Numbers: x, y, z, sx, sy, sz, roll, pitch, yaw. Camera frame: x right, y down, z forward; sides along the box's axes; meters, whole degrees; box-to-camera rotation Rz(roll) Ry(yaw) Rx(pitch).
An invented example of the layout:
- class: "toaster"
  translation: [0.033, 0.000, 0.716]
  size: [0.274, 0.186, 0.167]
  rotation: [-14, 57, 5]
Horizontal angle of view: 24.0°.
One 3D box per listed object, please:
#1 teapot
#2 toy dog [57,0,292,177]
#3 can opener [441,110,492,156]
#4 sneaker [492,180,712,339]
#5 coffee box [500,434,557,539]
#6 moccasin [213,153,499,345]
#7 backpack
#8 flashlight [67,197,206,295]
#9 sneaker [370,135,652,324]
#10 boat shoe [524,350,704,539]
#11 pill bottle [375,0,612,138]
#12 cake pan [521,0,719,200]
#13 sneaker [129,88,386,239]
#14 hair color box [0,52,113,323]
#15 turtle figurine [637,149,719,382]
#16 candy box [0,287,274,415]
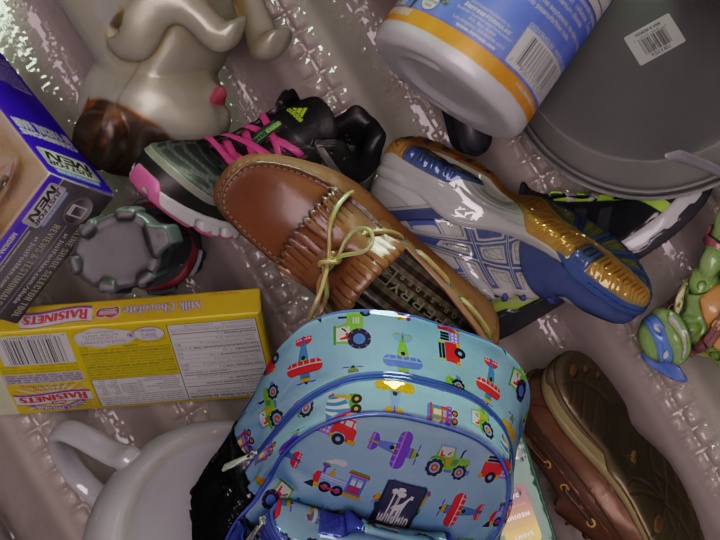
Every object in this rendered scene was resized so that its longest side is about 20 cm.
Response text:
- class: "teapot"
  translation: [-0.105, 0.197, 1.122]
  size: [0.197, 0.146, 0.200]
  rotation: [4, 71, -23]
- class: "toy dog"
  translation: [-0.145, -0.159, 1.106]
  size: [0.194, 0.140, 0.200]
  rotation: [-6, 93, 13]
- class: "can opener"
  translation: [0.062, -0.175, 1.131]
  size: [0.078, 0.063, 0.200]
  rotation: [-7, 92, 2]
- class: "sneaker"
  translation: [0.139, -0.030, 1.131]
  size: [0.200, 0.072, 0.083]
  rotation: [-32, 90, 3]
- class: "coffee box"
  translation: [0.093, 0.156, 1.116]
  size: [0.044, 0.123, 0.200]
  rotation: [-19, 93, -5]
- class: "moccasin"
  translation: [-0.001, 0.001, 1.017]
  size: [0.201, 0.078, 0.074]
  rotation: [41, 102, -15]
- class: "backpack"
  translation: [0.009, 0.128, 0.985]
  size: [0.182, 0.135, 0.200]
  rotation: [19, 124, -18]
- class: "flashlight"
  translation: [-0.143, -0.013, 1.079]
  size: [0.068, 0.200, 0.068]
  rotation: [26, 94, 2]
- class: "sneaker"
  translation: [0.091, -0.008, 1.088]
  size: [0.200, 0.075, 0.088]
  rotation: [31, 108, 23]
- class: "boat shoe"
  translation: [0.167, 0.148, 1.147]
  size: [0.068, 0.072, 0.200]
  rotation: [-27, 101, 36]
- class: "pill bottle"
  translation: [0.107, -0.192, 1.058]
  size: [0.112, 0.112, 0.200]
  rotation: [34, 83, 0]
- class: "cake pan"
  translation: [0.190, -0.146, 1.108]
  size: [0.200, 0.037, 0.201]
  rotation: [-3, 74, 10]
- class: "sneaker"
  translation: [-0.058, -0.074, 1.073]
  size: [0.074, 0.200, 0.088]
  rotation: [47, 121, 32]
- class: "hair color box"
  translation: [-0.255, -0.073, 1.093]
  size: [0.109, 0.065, 0.200]
  rotation: [-51, 57, 13]
- class: "turtle figurine"
  translation: [0.284, 0.009, 1.077]
  size: [0.194, 0.200, 0.144]
  rotation: [-20, 58, -19]
- class: "candy box"
  translation: [-0.159, 0.056, 1.138]
  size: [0.200, 0.102, 0.026]
  rotation: [-4, 56, 2]
